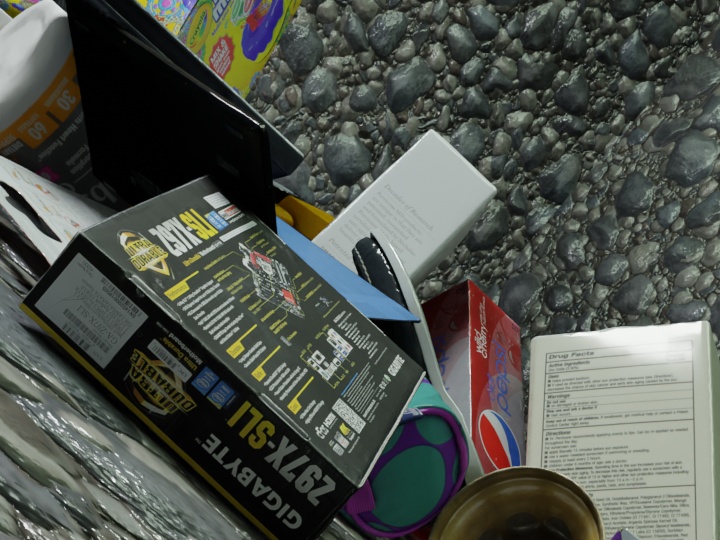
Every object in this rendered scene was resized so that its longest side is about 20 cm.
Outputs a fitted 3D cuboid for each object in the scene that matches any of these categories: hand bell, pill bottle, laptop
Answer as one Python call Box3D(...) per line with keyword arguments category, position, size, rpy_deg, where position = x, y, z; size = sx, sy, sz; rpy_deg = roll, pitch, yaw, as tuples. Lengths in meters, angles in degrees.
Box3D(category="hand bell", position=(0.117, 0.213, 0.936), size=(0.104, 0.104, 0.200), rpy_deg=(41, -14, 41))
Box3D(category="pill bottle", position=(-0.171, -0.082, 1.071), size=(0.200, 0.116, 0.116), rpy_deg=(41, 0, -31))
Box3D(category="laptop", position=(-0.067, -0.062, 0.934), size=(0.187, 0.116, 0.201), rpy_deg=(35, -38, 36))

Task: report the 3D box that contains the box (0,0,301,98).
Box3D(category="box", position=(-0.153, -0.234, 1.165), size=(0.192, 0.201, 0.122), rpy_deg=(19, -23, 23))

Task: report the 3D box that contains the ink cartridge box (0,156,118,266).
Box3D(category="ink cartridge box", position=(-0.131, 0.010, 0.842), size=(0.200, 0.057, 0.162), rpy_deg=(21, 15, -47))

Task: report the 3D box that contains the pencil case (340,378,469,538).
Box3D(category="pencil case", position=(-0.023, 0.071, 0.941), size=(0.092, 0.086, 0.200), rpy_deg=(-12, 33, -31))

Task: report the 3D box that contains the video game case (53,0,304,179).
Box3D(category="video game case", position=(-0.123, -0.127, 0.942), size=(0.200, 0.019, 0.143), rpy_deg=(41, -7, -10))

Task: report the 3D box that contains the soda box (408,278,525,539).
Box3D(category="soda box", position=(0.072, 0.106, 1.098), size=(0.070, 0.063, 0.201), rpy_deg=(41, 33, -32))

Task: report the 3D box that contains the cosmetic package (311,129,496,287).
Box3D(category="cosmetic package", position=(0.000, 0.000, 1.116), size=(0.074, 0.200, 0.102), rpy_deg=(42, -24, 4))

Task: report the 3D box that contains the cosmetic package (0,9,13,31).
Box3D(category="cosmetic package", position=(-0.241, -0.120, 1.129), size=(0.200, 0.083, 0.051), rpy_deg=(42, -1, -33))

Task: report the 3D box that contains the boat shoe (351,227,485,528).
Box3D(category="boat shoe", position=(0.024, 0.067, 1.005), size=(0.076, 0.060, 0.201), rpy_deg=(70, -1, -63))

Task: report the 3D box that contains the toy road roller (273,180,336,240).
Box3D(category="toy road roller", position=(-0.096, -0.011, 1.253), size=(0.200, 0.123, 0.146), rpy_deg=(35, 7, 41))

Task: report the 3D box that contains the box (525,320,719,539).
Box3D(category="box", position=(0.183, 0.149, 1.056), size=(0.109, 0.127, 0.201), rpy_deg=(62, 28, -47))

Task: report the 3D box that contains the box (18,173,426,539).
Box3D(category="box", position=(-0.053, 0.034, 0.737), size=(0.160, 0.049, 0.200), rpy_deg=(41, 15, 0))

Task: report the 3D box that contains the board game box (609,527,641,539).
Box3D(category="board game box", position=(0.175, 0.233, 0.850), size=(0.105, 0.103, 0.200), rpy_deg=(40, -1, 35))
